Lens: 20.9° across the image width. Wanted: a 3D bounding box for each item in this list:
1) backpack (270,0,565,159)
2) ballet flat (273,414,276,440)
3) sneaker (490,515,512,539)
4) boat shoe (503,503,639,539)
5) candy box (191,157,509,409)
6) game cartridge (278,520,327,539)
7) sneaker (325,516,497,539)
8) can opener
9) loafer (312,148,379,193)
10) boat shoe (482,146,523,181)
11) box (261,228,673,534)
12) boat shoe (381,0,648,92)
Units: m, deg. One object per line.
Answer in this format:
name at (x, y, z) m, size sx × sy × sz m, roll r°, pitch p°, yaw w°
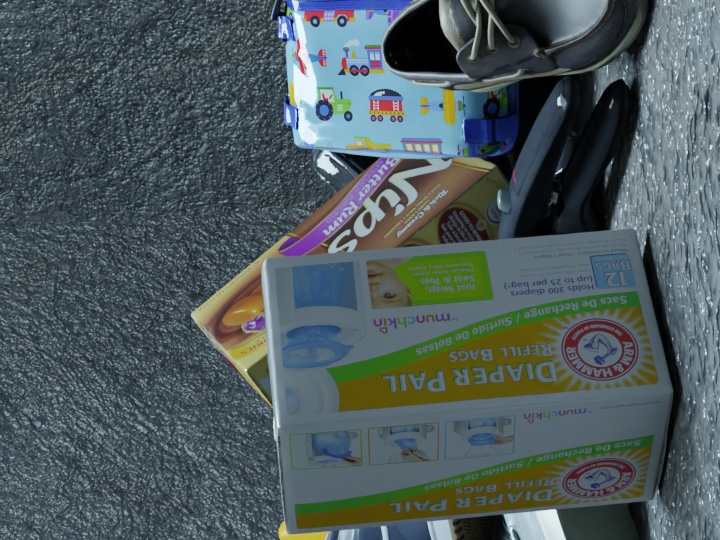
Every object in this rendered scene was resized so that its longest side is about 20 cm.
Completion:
backpack at (0.039, -0.179, 1.206) m, size 0.135 × 0.182 × 0.200 m, roll -29°, pitch -56°, yaw -57°
ballet flat at (-0.029, 0.131, 1.460) m, size 0.072 × 0.072 × 0.200 m, roll -97°, pitch -3°, yaw -57°
sneaker at (0.115, 0.149, 1.185) m, size 0.082 × 0.073 × 0.200 m, roll 114°, pitch 152°, yaw -81°
boat shoe at (0.096, 0.102, 1.121) m, size 0.072 × 0.070 × 0.201 m, roll -43°, pitch 58°, yaw 48°
candy box at (0.000, 0.000, 1.229) m, size 0.056 × 0.200 × 0.117 m, roll 53°, pitch 174°, yaw -27°
game cartridge at (0.050, 0.229, 1.343) m, size 0.200 × 0.032 × 0.176 m, roll -23°, pitch 100°, yaw 50°
sneaker at (0.041, 0.211, 1.257) m, size 0.070 × 0.108 × 0.200 m, roll -40°, pitch -56°, yaw -52°
can opener at (0.111, -0.055, 1.104) m, size 0.200 × 0.063 × 0.079 m, roll 92°, pitch 170°, yaw -68°
loafer at (0.043, -0.019, 1.341) m, size 0.070 × 0.200 × 0.068 m, roll -50°, pitch 3°, yaw 32°
boat shoe at (0.112, -0.112, 1.305) m, size 0.063 × 0.073 × 0.200 m, roll -11°, pitch 74°, yaw 46°
box at (0.053, 0.058, 1.018) m, size 0.101 × 0.200 × 0.113 m, roll 88°, pitch 175°, yaw -51°
boat shoe at (0.077, -0.130, 1.032) m, size 0.200 × 0.073 × 0.075 m, roll -22°, pitch 84°, yaw 61°
